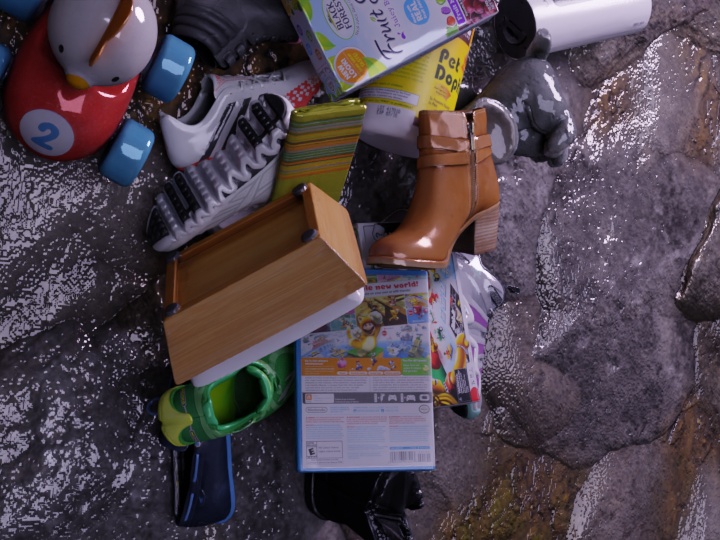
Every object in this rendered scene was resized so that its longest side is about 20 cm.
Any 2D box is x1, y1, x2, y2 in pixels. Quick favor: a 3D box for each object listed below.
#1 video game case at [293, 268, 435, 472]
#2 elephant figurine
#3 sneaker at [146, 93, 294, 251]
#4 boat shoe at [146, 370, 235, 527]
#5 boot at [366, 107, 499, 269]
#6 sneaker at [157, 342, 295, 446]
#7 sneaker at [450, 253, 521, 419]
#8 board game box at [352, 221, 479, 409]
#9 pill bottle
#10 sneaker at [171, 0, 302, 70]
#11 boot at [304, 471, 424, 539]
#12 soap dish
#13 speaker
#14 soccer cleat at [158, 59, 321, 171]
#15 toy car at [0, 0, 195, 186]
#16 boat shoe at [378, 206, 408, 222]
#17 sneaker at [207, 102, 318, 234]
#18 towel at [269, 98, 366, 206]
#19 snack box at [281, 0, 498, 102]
[{"bbox_3d":[0.003,0.099,1.139,0.140,0.018,0.204,1,77,-12],"label":"video game case"},{"bbox_3d":[0.138,-0.156,1.301,0.197,0.142,0.158,-17,76,-15],"label":"elephant figurine"},{"bbox_3d":[-0.127,-0.081,1.118,0.199,0.076,0.081,-39,139,11],"label":"sneaker"},{"bbox_3d":[-0.172,0.168,1.150,0.068,0.084,0.204,-13,98,-27],"label":"boat shoe"},{"bbox_3d":[0.076,-0.086,1.164,0.198,0.076,0.158,-14,105,-39],"label":"boot"},{"bbox_3d":[-0.108,0.121,1.100,0.199,0.082,0.075,-26,102,-54],"label":"sneaker"},{"bbox_3d":[0.139,0.062,1.338,0.138,0.077,0.203,-25,107,-27],"label":"sneaker"},{"bbox_3d":[0.055,0.049,1.211,0.124,0.034,0.204,-4,81,-33],"label":"board game box"},{"bbox_3d":[0.064,-0.235,1.252,0.108,0.109,0.204,17,84,-31],"label":"pill bottle"},{"bbox_3d":[-0.109,-0.244,1.171,0.197,0.070,0.101,19,85,-25],"label":"sneaker"},{"bbox_3d":[0.003,0.189,1.209,0.075,0.167,0.204,-1,94,-32],"label":"boot"},{"bbox_3d":[-0.097,0.008,1.065,0.198,0.158,0.082,-28,117,7],"label":"soap dish"},{"bbox_3d":[0.261,-0.314,1.389,0.197,0.081,0.083,-17,102,-29],"label":"speaker"},{"bbox_3d":[-0.120,-0.175,1.165,0.199,0.068,0.086,-37,123,-19],"label":"soccer cleat"},{"bbox_3d":[-0.240,-0.190,0.997,0.182,0.199,0.179,29,79,-19],"label":"toy car"},{"bbox_3d":[0.000,0.000,1.243,0.201,0.073,0.065,-52,133,-21],"label":"boat shoe"},{"bbox_3d":[-0.088,-0.111,1.185,0.200,0.080,0.071,-44,116,-20],"label":"sneaker"},{"bbox_3d":[-0.055,-0.080,1.129,0.085,0.018,0.202,-12,136,-35],"label":"towel"},{"bbox_3d":[0.026,-0.282,1.156,0.198,0.053,0.144,-29,94,-18],"label":"snack box"}]
